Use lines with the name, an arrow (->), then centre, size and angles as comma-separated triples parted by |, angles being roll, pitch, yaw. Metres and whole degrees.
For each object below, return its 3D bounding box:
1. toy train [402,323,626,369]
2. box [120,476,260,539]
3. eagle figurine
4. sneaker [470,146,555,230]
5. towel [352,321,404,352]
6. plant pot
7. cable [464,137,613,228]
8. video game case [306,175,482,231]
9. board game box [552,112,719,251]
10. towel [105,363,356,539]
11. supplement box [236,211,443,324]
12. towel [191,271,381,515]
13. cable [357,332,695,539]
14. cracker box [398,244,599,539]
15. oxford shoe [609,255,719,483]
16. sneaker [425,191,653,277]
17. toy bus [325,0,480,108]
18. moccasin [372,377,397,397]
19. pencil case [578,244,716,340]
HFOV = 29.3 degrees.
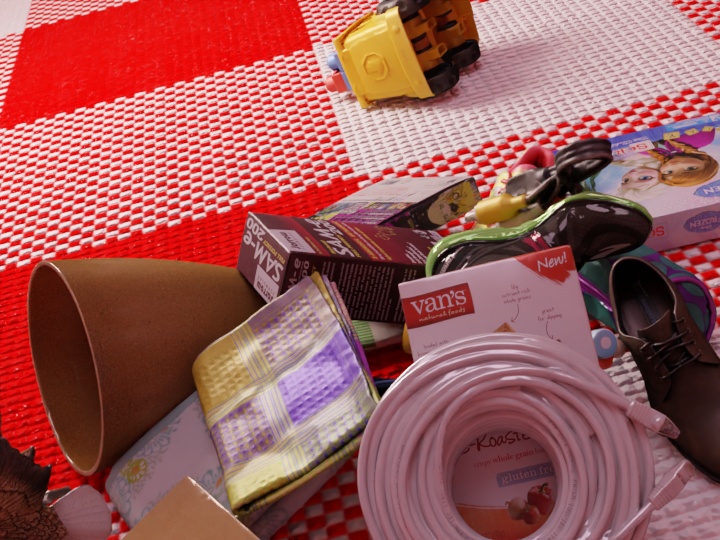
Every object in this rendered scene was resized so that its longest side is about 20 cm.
toy train -> 0.116, 0.073, 1.129 | 0.148, 0.057, 0.200 | 14, -11, -21
box -> -0.153, 0.251, 0.965 | 0.200, 0.021, 0.163 | -44, 36, -15
eagle figurine -> -0.288, 0.201, 1.035 | 0.151, 0.152, 0.200 | -41, 2, -1
sneaker -> 0.150, -0.058, 1.354 | 0.077, 0.091, 0.201 | 16, 36, 9
towel -> 0.024, 0.033, 1.340 | 0.197, 0.024, 0.153 | -15, 29, -4
plant pot -> -0.174, 0.064, 1.232 | 0.198, 0.189, 0.186 | -14, 25, -29
cable -> 0.171, -0.066, 1.173 | 0.096, 0.051, 0.200 | 3, -9, -22
video game case -> 0.004, -0.046, 1.415 | 0.180, 0.036, 0.199 | -28, 14, -22
board game box -> 0.303, -0.086, 1.404 | 0.197, 0.042, 0.200 | -13, 28, 2
towel -> -0.102, 0.149, 1.102 | 0.200, 0.048, 0.171 | -44, 33, -8
supplement box -> 0.000, 0.000, 1.236 | 0.197, 0.062, 0.109 | 4, 19, -28
towel -> -0.061, 0.092, 1.074 | 0.143, 0.023, 0.201 | -33, 35, 6
cable -> 0.099, 0.143, 0.938 | 0.199, 0.069, 0.201 | 38, 85, 13
cracker box -> 0.112, 0.095, 1.010 | 0.132, 0.203, 0.058 | -13, -13, 3
oxford shoe -> 0.239, 0.074, 1.046 | 0.072, 0.084, 0.201 | -35, 57, 10
sneaker -> 0.154, -0.003, 1.158 | 0.197, 0.077, 0.085 | -19, 51, 15
toy bus -> 0.045, -0.301, 1.843 | 0.190, 0.137, 0.200 | -15, 21, 35
moccasin -> 0.045, 0.126, 1.098 | 0.198, 0.082, 0.068 | -4, -8, 41
pencil case -> 0.224, 0.011, 1.220 | 0.091, 0.086, 0.200 | -9, 24, -23
